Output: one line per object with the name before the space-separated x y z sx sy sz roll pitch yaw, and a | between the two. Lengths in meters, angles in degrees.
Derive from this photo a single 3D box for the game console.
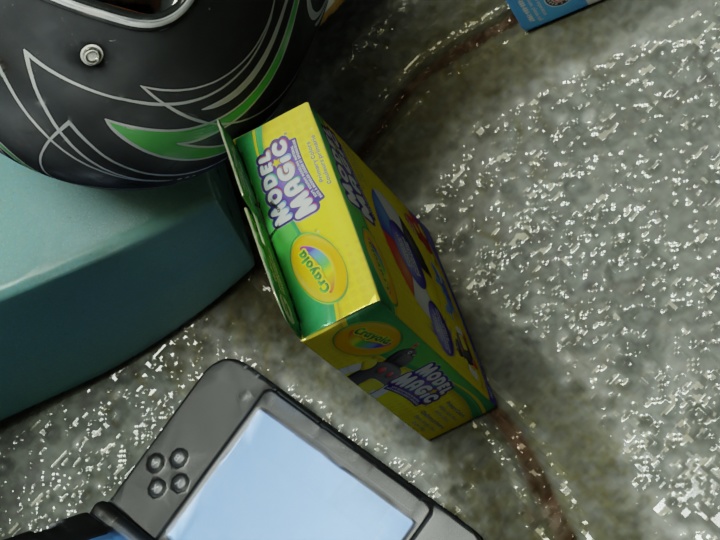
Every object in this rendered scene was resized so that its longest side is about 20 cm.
game console | -0.069 0.146 1.012 0.200 0.116 0.176 34 85 29

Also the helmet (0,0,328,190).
helmet | -0.118 -0.132 0.981 0.200 0.200 0.191 32 80 29

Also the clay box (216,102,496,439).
clay box | 0.000 0.000 0.992 0.048 0.200 0.115 -26 63 11

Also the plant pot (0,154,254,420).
plant pot | -0.170 -0.022 1.112 0.200 0.141 0.141 -19 64 3

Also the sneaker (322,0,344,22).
sneaker | -0.024 -0.201 1.091 0.200 0.088 0.075 -43 62 3

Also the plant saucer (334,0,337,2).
plant saucer | -0.032 -0.239 1.187 0.200 0.048 0.200 -45 61 0

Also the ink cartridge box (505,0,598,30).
ink cartridge box | 0.154 -0.215 1.063 0.200 0.115 0.068 -22 64 12
